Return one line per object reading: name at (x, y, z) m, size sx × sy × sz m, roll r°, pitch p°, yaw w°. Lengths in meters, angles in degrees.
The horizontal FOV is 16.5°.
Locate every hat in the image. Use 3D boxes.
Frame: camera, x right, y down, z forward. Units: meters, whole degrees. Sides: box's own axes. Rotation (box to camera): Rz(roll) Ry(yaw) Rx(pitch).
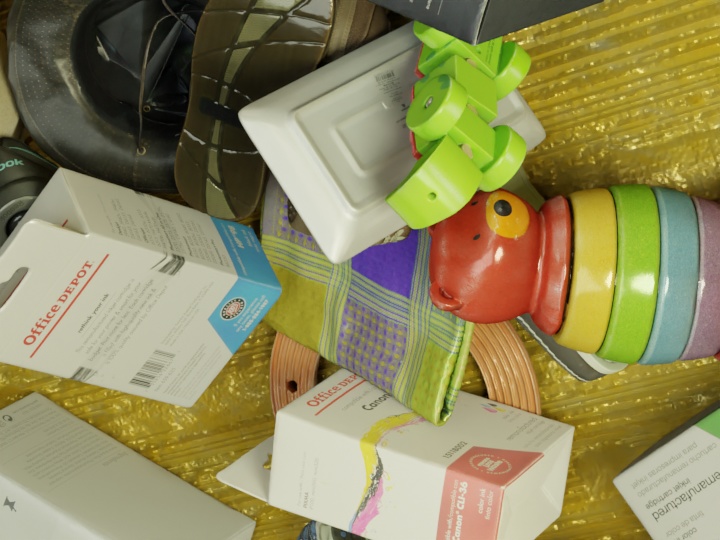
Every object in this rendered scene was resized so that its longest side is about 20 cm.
hat at (-0.128, -0.145, 1.627) m, size 0.199 × 0.081 × 0.202 m, roll 6°, pitch 116°, yaw 12°

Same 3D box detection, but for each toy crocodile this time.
toy crocodile at (0.055, -0.103, 1.460) m, size 0.067 × 0.201 × 0.062 m, roll 37°, pitch 129°, yaw -27°

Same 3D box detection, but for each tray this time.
tray at (0.027, -0.090, 1.492) m, size 0.108 × 0.200 × 0.022 m, roll 56°, pitch 141°, yaw 3°

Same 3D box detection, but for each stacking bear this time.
stacking bear at (0.138, -0.002, 1.459) m, size 0.199 × 0.122 × 0.114 m, roll 5°, pitch 145°, yaw -5°

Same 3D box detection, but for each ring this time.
ring at (0.030, 0.084, 1.643) m, size 0.199 × 0.019 × 0.202 m, roll 9°, pitch 109°, yaw 27°

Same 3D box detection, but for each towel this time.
towel at (0.000, 0.000, 1.579) m, size 0.200 × 0.023 × 0.144 m, roll 30°, pitch 118°, yaw 43°

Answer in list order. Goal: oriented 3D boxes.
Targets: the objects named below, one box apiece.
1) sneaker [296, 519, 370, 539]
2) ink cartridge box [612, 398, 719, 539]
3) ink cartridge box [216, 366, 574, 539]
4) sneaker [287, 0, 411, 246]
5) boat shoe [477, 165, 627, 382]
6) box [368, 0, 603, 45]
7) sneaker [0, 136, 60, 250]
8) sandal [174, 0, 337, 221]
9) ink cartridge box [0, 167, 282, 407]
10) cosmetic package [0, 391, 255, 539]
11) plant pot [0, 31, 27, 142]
sneaker at (0.028, 0.237, 1.664) m, size 0.201 × 0.077 × 0.085 m, roll 57°, pitch 143°, yaw -5°
ink cartridge box at (0.273, 0.161, 1.495) m, size 0.145 × 0.084 × 0.200 m, roll -38°, pitch 85°, yaw 31°
ink cartridge box at (0.020, 0.117, 1.578) m, size 0.199 × 0.116 × 0.068 m, roll 16°, pitch 112°, yaw 23°
sneaker at (0.003, -0.099, 1.542) m, size 0.075 × 0.201 × 0.070 m, roll 16°, pitch 149°, yaw -12°
boat shoe at (0.094, -0.011, 1.554) m, size 0.061 × 0.072 × 0.202 m, roll -42°, pitch 75°, yaw 36°
box at (0.043, -0.222, 1.442) m, size 0.181 × 0.200 × 0.105 m, roll 25°, pitch 113°, yaw 21°
sneaker at (-0.180, -0.020, 1.659) m, size 0.075 × 0.200 × 0.079 m, roll -34°, pitch 47°, yaw 8°
sandal at (-0.063, -0.118, 1.552) m, size 0.081 × 0.055 × 0.201 m, roll 23°, pitch 129°, yaw 8°
ink cartridge box at (-0.165, 0.008, 1.585) m, size 0.116 × 0.199 × 0.067 m, roll -50°, pitch 44°, yaw 25°
cosmetic package at (-0.207, 0.230, 1.753) m, size 0.199 × 0.123 × 0.200 m, roll 27°, pitch 115°, yaw 18°
plant pot at (-0.296, -0.104, 1.680) m, size 0.134 × 0.200 × 0.201 m, roll 20°, pitch 115°, yaw -2°
